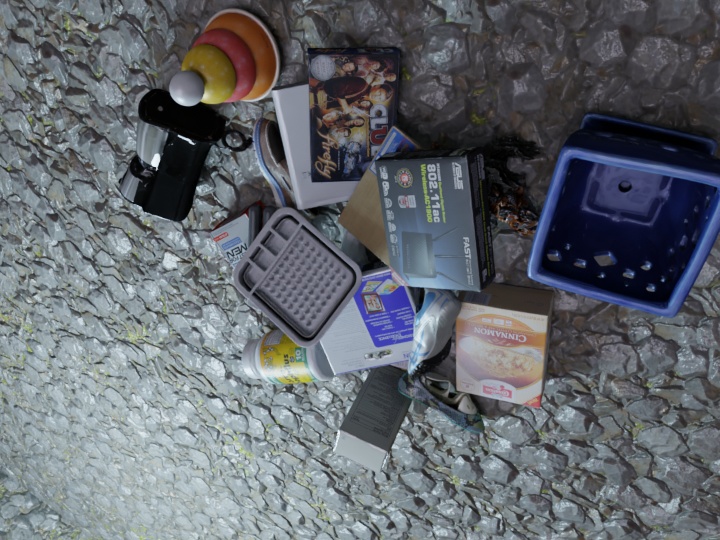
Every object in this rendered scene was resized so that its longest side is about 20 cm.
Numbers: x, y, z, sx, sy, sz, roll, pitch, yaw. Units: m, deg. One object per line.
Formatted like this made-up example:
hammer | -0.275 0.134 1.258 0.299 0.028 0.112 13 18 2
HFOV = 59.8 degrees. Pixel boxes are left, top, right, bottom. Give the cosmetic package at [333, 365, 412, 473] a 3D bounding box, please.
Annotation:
cosmetic package | 0.034 0.279 1.216 0.104 0.200 0.072 23 129 12

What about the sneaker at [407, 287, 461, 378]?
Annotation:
sneaker | 0.118 0.104 1.070 0.073 0.071 0.201 51 142 38

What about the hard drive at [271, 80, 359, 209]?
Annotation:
hard drive | -0.059 -0.205 1.015 0.130 0.026 0.202 -11 119 -2

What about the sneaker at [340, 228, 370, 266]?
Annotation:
sneaker | 0.000 0.000 1.143 0.087 0.076 0.202 9 129 2

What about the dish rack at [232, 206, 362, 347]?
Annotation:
dish rack | -0.103 0.012 1.066 0.200 0.043 0.172 40 99 15

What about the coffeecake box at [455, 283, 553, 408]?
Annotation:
coffeecake box | 0.247 0.127 1.089 0.152 0.073 0.202 8 125 22

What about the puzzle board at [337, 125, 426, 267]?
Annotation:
puzzle board | 0.063 -0.104 0.985 0.150 0.017 0.201 41 127 10

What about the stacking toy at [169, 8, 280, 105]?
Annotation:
stacking toy | -0.225 -0.306 0.956 0.145 0.200 0.147 13 126 19

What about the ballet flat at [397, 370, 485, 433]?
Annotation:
ballet flat | 0.169 0.246 1.208 0.199 0.075 0.074 28 131 -10

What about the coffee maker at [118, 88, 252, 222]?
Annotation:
coffee maker | -0.324 -0.190 1.128 0.191 0.135 0.201 34 131 2

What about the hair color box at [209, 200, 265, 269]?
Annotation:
hair color box | -0.189 -0.022 1.218 0.110 0.064 0.201 -21 111 34

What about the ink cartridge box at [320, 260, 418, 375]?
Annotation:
ink cartridge box | 0.009 0.085 1.124 0.196 0.044 0.202 -13 118 17

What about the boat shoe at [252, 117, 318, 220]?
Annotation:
boat shoe | -0.122 -0.174 1.084 0.072 0.073 0.201 -2 130 22

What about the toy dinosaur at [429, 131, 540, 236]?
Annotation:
toy dinosaur | 0.192 -0.126 0.941 0.198 0.103 0.136 17 148 -11

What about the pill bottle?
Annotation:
pill bottle | -0.145 0.176 1.296 0.198 0.113 0.114 -9 117 31

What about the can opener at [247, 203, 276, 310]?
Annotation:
can opener | -0.176 -0.024 1.143 0.053 0.067 0.202 6 109 5

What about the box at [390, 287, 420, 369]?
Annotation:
box | 0.084 0.097 1.174 0.041 0.039 0.202 12 126 16

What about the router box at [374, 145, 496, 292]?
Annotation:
router box | 0.110 -0.074 0.913 0.149 0.062 0.202 3 112 34

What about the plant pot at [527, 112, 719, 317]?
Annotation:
plant pot | 0.348 -0.088 0.823 0.198 0.180 0.202 17 128 16

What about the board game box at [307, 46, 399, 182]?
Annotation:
board game box | -0.012 -0.235 0.962 0.134 0.035 0.202 -3 124 -6
